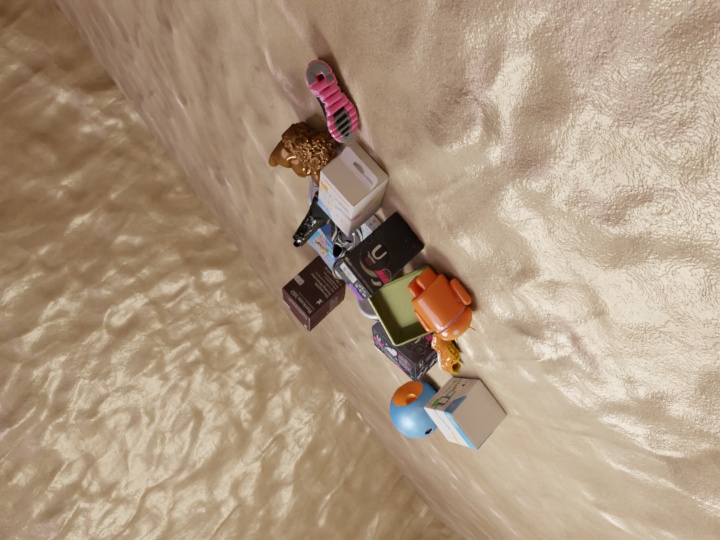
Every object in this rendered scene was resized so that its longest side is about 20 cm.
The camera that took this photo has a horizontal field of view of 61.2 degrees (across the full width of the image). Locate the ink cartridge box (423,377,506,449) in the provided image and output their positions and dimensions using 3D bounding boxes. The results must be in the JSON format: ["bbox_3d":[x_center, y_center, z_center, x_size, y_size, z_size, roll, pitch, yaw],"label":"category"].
[{"bbox_3d":[0.323,0.442,1.904,0.147,0.146,0.199,51,161,-6],"label":"ink cartridge box"}]

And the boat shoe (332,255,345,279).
[{"bbox_3d":[0.000,0.000,1.841,0.067,0.077,0.197,12,-175,43],"label":"boat shoe"}]

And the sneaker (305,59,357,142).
[{"bbox_3d":[-0.068,-0.393,1.396,0.203,0.077,0.096,63,180,-32],"label":"sneaker"}]

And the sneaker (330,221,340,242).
[{"bbox_3d":[-0.057,-0.150,1.851,0.201,0.070,0.085,114,138,-69],"label":"sneaker"}]

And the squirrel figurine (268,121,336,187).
[{"bbox_3d":[-0.128,-0.293,1.609,0.187,0.142,0.200,44,165,-3],"label":"squirrel figurine"}]

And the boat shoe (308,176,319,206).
[{"bbox_3d":[-0.113,-0.224,1.795,0.065,0.073,0.202,46,163,23],"label":"boat shoe"}]

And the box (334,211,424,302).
[{"bbox_3d":[0.048,-0.033,1.568,0.123,0.199,0.106,48,162,0],"label":"box"}]

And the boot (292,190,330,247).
[{"bbox_3d":[-0.139,-0.134,1.714,0.077,0.138,0.200,43,170,10],"label":"boot"}]

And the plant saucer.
[{"bbox_3d":[0.140,0.089,1.675,0.203,0.195,0.048,60,-163,-26],"label":"plant saucer"}]

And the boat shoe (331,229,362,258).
[{"bbox_3d":[-0.044,-0.083,1.776,0.073,0.062,0.200,52,162,6],"label":"boat shoe"}]

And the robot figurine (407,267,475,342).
[{"bbox_3d":[0.209,0.092,1.559,0.201,0.143,0.117,49,-178,-1],"label":"robot figurine"}]

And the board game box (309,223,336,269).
[{"bbox_3d":[-0.103,-0.081,2.090,0.153,0.045,0.200,52,162,-4],"label":"board game box"}]

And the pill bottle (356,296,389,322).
[{"bbox_3d":[0.069,0.097,1.823,0.115,0.117,0.199,42,-175,22],"label":"pill bottle"}]

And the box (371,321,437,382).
[{"bbox_3d":[0.148,0.226,1.935,0.199,0.131,0.116,39,156,30],"label":"box"}]

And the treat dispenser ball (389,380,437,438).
[{"bbox_3d":[0.204,0.508,2.229,0.201,0.200,0.202,43,161,19],"label":"treat dispenser ball"}]

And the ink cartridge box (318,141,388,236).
[{"bbox_3d":[-0.022,-0.206,1.525,0.129,0.125,0.201,46,162,12],"label":"ink cartridge box"}]

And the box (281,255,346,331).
[{"bbox_3d":[-0.178,0.090,2.350,0.166,0.199,0.165,44,161,12],"label":"box"}]

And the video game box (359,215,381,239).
[{"bbox_3d":[0.044,-0.074,1.751,0.183,0.046,0.201,50,162,12],"label":"video game box"}]

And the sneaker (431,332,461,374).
[{"bbox_3d":[0.260,0.232,1.813,0.075,0.074,0.202,8,144,31],"label":"sneaker"}]
